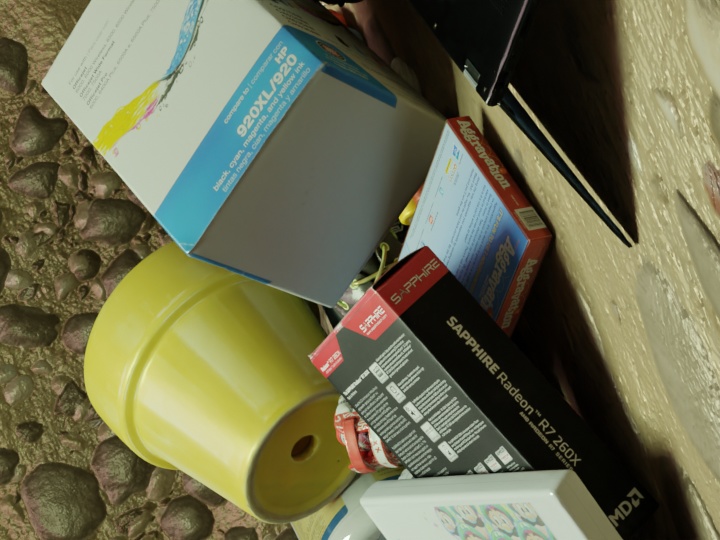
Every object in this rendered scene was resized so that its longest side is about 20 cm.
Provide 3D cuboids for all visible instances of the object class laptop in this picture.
[{"bbox_3d":[0.081,-0.148,0.954,0.188,0.115,0.201,58,137,47],"label":"laptop"}]

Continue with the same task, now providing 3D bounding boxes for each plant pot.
[{"bbox_3d":[-0.093,0.097,1.586,0.189,0.200,0.202,39,153,40],"label":"plant pot"}]

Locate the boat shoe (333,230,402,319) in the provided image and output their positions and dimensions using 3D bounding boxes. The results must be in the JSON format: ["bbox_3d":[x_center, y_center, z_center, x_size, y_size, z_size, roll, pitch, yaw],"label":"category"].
[{"bbox_3d":[0.000,0.000,1.384,0.201,0.072,0.061,40,173,25],"label":"boat shoe"}]

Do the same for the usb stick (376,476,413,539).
[{"bbox_3d":[0.046,0.161,1.331,0.032,0.201,0.055,27,-174,-22],"label":"usb stick"}]

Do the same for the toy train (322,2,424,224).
[{"bbox_3d":[-0.003,-0.109,1.373,0.200,0.055,0.151,-130,21,-65],"label":"toy train"}]

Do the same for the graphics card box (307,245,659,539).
[{"bbox_3d":[0.067,0.092,1.131,0.200,0.051,0.126,49,151,4],"label":"graphics card box"}]

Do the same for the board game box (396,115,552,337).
[{"bbox_3d":[0.056,0.016,1.189,0.103,0.019,0.201,59,146,35],"label":"board game box"}]

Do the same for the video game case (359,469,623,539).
[{"bbox_3d":[0.105,0.192,1.124,0.183,0.024,0.199,54,151,-14],"label":"video game case"}]

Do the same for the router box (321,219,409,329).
[{"bbox_3d":[-0.010,-0.030,1.549,0.201,0.062,0.151,86,159,-61],"label":"router box"}]

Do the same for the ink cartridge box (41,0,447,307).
[{"bbox_3d":[-0.073,-0.105,1.240,0.147,0.145,0.200,20,-160,-50],"label":"ink cartridge box"}]

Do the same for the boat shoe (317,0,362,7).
[{"bbox_3d":[-0.020,-0.202,1.233,0.201,0.065,0.072,-178,65,-81],"label":"boat shoe"}]

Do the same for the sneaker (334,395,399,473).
[{"bbox_3d":[0.046,0.124,1.423,0.201,0.107,0.068,-138,28,-69],"label":"sneaker"}]

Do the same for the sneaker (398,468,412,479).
[{"bbox_3d":[0.090,0.249,1.531,0.115,0.075,0.201,46,158,60],"label":"sneaker"}]

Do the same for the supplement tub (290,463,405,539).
[{"bbox_3d":[0.009,0.192,1.666,0.200,0.143,0.146,-123,15,-54],"label":"supplement tub"}]
